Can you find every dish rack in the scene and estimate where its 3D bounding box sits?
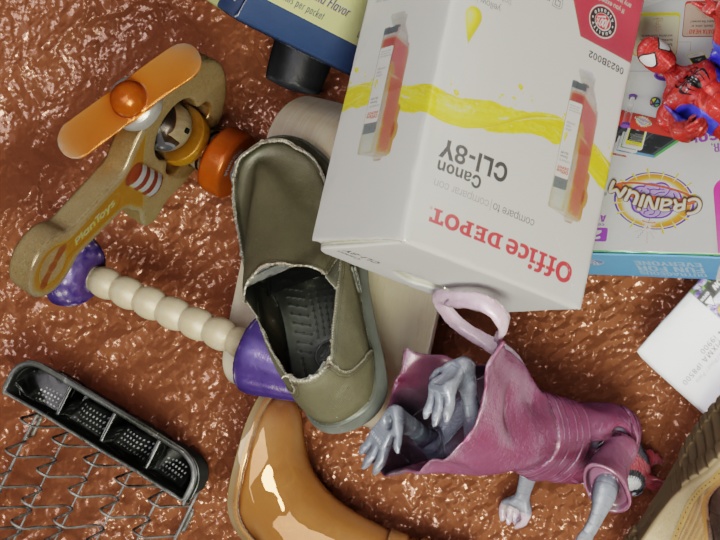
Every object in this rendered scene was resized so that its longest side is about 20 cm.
[{"bbox_3d":[-0.198,0.177,1.374,0.153,0.055,0.200,29,99,19],"label":"dish rack"}]

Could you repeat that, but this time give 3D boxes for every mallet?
[{"bbox_3d":[0.031,-0.114,1.309,0.200,0.041,0.066,27,94,15],"label":"mallet"}]

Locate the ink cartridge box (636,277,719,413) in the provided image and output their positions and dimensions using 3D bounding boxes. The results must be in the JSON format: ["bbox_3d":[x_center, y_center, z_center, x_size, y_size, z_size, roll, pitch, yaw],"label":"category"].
[{"bbox_3d":[0.275,0.074,1.207,0.200,0.050,0.109,43,102,17],"label":"ink cartridge box"}]

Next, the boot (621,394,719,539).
[{"bbox_3d":[0.254,0.155,1.173,0.166,0.072,0.200,29,119,-5],"label":"boot"}]

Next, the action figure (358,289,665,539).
[{"bbox_3d":[0.103,0.093,1.216,0.134,0.200,0.149,14,93,61],"label":"action figure"}]

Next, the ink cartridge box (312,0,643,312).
[{"bbox_3d":[0.071,-0.088,1.162,0.083,0.145,0.200,0,74,51],"label":"ink cartridge box"}]

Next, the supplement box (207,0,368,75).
[{"bbox_3d":[-0.037,-0.250,1.243,0.200,0.134,0.200,36,101,44],"label":"supplement box"}]

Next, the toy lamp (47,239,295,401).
[{"bbox_3d":[-0.109,0.033,1.300,0.200,0.058,0.058,20,95,24],"label":"toy lamp"}]

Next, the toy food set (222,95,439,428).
[{"bbox_3d":[0.000,0.000,1.307,0.143,0.060,0.200,17,102,25],"label":"toy food set"}]

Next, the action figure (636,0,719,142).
[{"bbox_3d":[0.221,-0.078,1.127,0.065,0.099,0.200,-45,61,-2],"label":"action figure"}]

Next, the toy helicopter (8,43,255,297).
[{"bbox_3d":[-0.150,-0.064,1.286,0.079,0.132,0.200,30,61,18],"label":"toy helicopter"}]

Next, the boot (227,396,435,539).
[{"bbox_3d":[0.000,0.173,1.295,0.155,0.074,0.200,2,101,21],"label":"boot"}]

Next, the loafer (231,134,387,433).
[{"bbox_3d":[-0.034,-0.002,1.225,0.075,0.070,0.200,-25,62,12],"label":"loafer"}]

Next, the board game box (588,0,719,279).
[{"bbox_3d":[0.201,-0.095,1.213,0.153,0.040,0.200,3,73,20],"label":"board game box"}]
